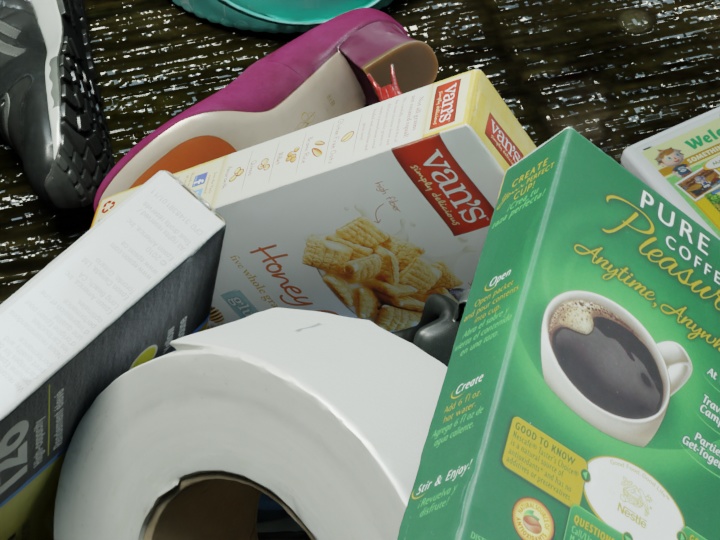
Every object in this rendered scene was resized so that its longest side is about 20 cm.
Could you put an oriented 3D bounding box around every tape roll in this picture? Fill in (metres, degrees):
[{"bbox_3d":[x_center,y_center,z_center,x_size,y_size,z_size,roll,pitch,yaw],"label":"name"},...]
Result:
[{"bbox_3d":[-0.026,0.119,0.746,0.202,0.203,0.071,36,32,27],"label":"tape roll"}]

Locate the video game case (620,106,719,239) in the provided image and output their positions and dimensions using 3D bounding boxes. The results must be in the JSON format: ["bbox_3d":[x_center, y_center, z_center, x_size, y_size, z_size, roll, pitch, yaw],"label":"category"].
[{"bbox_3d":[0.268,-0.036,1.002,0.200,0.022,0.182,-24,54,-18],"label":"video game case"}]

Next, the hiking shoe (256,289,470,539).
[{"bbox_3d":[-0.025,0.067,0.837,0.200,0.087,0.074,-21,28,16],"label":"hiking shoe"}]

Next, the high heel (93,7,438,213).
[{"bbox_3d":[-0.058,-0.078,1.030,0.200,0.067,0.096,-24,24,-15],"label":"high heel"}]

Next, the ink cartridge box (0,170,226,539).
[{"bbox_3d":[-0.142,0.079,0.787,0.047,0.198,0.200,38,60,12],"label":"ink cartridge box"}]

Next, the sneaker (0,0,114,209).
[{"bbox_3d":[-0.189,-0.098,1.035,0.087,0.076,0.200,-19,47,3],"label":"sneaker"}]

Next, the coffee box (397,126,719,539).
[{"bbox_3d":[0.088,0.057,0.698,0.123,0.044,0.200,33,50,-19],"label":"coffee box"}]

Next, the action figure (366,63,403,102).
[{"bbox_3d":[-0.024,-0.029,0.964,0.200,0.065,0.099,-19,64,-15],"label":"action figure"}]

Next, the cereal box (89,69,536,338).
[{"bbox_3d":[0.000,0.000,0.836,0.200,0.144,0.040,-17,41,31],"label":"cereal box"}]

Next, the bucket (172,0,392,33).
[{"bbox_3d":[-0.044,-0.241,1.101,0.207,0.135,0.207,0,48,0],"label":"bucket"}]
